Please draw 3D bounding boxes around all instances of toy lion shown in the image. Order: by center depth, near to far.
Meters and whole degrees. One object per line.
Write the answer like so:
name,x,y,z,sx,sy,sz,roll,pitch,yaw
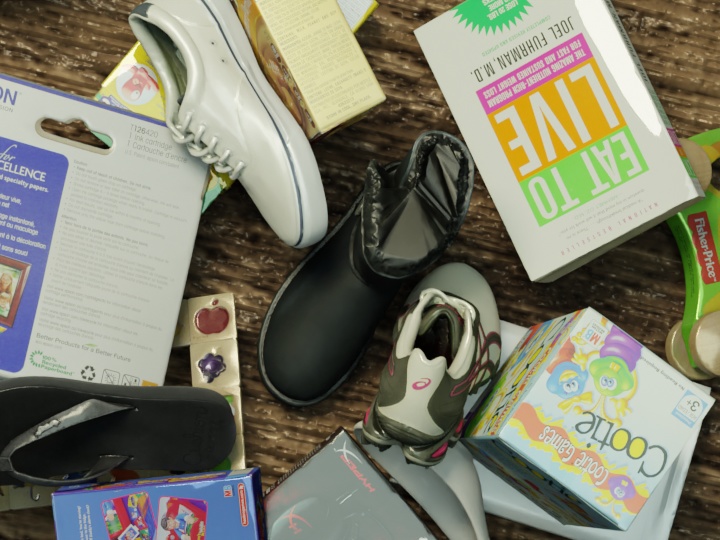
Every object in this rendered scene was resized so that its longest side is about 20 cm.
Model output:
toy lion,0.304,-0.010,1.684,0.191,0.069,0.201,-14,86,-14

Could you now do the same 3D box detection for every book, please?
book,0.139,-0.110,1.646,0.133,0.048,0.200,-29,79,19

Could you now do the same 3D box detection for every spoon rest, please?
spoon rest,0.076,0.164,1.606,0.200,0.099,0.061,36,75,-13

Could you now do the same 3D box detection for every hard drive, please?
hard drive,0.135,0.116,1.669,0.200,0.025,0.132,18,84,-4

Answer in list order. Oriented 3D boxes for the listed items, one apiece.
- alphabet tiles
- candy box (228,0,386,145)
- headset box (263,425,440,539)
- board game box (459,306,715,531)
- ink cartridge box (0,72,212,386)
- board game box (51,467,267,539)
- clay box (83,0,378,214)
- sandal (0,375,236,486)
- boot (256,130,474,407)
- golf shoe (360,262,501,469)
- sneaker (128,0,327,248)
alphabet tiles,-0.177,0.108,1.610,0.199,0.008,0.168,-8,73,9
candy box,-0.057,-0.185,1.580,0.055,0.115,0.200,-28,91,-9
headset box,-0.040,0.227,1.611,0.200,0.075,0.149,-40,89,-2
board game box,0.143,0.100,1.557,0.105,0.200,0.103,36,83,-2
ink cartridge box,-0.210,-0.018,1.574,0.197,0.047,0.201,16,74,-19
board game box,-0.124,0.236,1.550,0.134,0.045,0.201,-5,92,5
clay box,-0.094,-0.146,1.656,0.115,0.048,0.200,40,84,-4
sandal,-0.180,0.108,1.539,0.200,0.043,0.076,-5,121,-9
boot,0.000,0.000,1.594,0.076,0.168,0.200,34,83,-2
golf shoe,0.060,0.045,1.575,0.077,0.200,0.088,18,126,2
sneaker,-0.093,-0.098,1.580,0.071,0.073,0.200,-25,81,-28
